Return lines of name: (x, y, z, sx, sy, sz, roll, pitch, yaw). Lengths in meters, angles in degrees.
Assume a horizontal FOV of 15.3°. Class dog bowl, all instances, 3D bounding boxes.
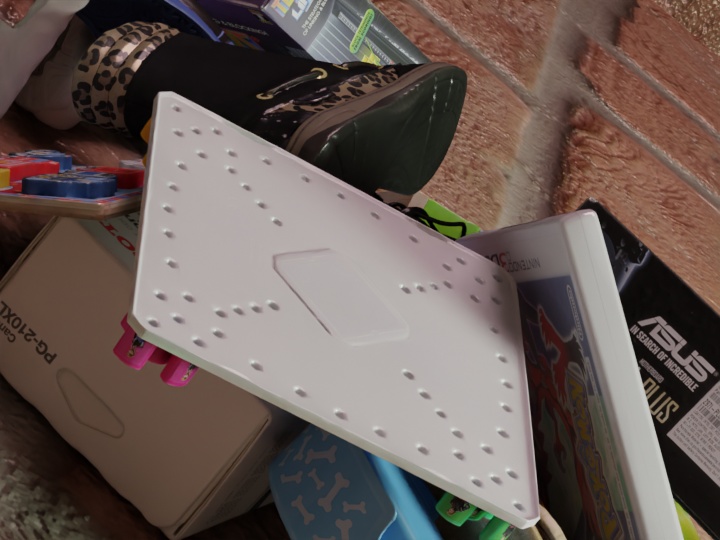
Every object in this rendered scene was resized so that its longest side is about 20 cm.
dog bowl: (0.024, 0.152, 1.194, 0.200, 0.050, 0.111, 61, 8, 10)

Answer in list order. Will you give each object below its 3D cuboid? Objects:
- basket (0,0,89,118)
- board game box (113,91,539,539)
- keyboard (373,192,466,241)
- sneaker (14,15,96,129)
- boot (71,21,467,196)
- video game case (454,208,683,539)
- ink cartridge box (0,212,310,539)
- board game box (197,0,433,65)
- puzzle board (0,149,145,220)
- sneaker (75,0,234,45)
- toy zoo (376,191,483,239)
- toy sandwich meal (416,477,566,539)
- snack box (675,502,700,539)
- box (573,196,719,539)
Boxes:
basket: (-0.242, -0.186, 1.332, 0.161, 0.198, 0.200, 47, 18, 27)
board game box: (-0.015, 0.020, 1.195, 0.200, 0.026, 0.200, 28, 28, -17)
keyboard: (0.024, -0.029, 1.536, 0.104, 0.040, 0.200, 34, -4, 38)
sneaker: (-0.142, -0.116, 1.583, 0.099, 0.078, 0.200, 42, 17, -9)
boot: (-0.042, -0.091, 1.402, 0.154, 0.073, 0.204, 22, 21, 20)
video game case: (0.103, 0.074, 1.318, 0.182, 0.023, 0.200, 168, -94, -76)
ink cartridge box: (-0.077, 0.040, 1.307, 0.145, 0.084, 0.200, 43, 17, 13)
board game box: (-0.068, -0.159, 1.683, 0.200, 0.057, 0.165, 19, -14, 45)
puzzle board: (-0.167, -0.045, 1.266, 0.151, 0.017, 0.200, 6, 6, 10)
sneaker: (-0.133, -0.166, 1.487, 0.200, 0.070, 0.078, 43, 36, -27)
toy zoo: (0.089, 0.008, 1.661, 0.200, 0.020, 0.131, 30, -10, -18)
toy sandwich meal: (0.071, 0.129, 1.298, 0.205, 0.070, 0.205, 54, -19, 29)
snack box: (0.121, 0.107, 1.622, 0.142, 0.053, 0.200, 33, 18, -24)
box: (0.182, 0.075, 1.449, 0.200, 0.086, 0.164, 46, 2, 29)
